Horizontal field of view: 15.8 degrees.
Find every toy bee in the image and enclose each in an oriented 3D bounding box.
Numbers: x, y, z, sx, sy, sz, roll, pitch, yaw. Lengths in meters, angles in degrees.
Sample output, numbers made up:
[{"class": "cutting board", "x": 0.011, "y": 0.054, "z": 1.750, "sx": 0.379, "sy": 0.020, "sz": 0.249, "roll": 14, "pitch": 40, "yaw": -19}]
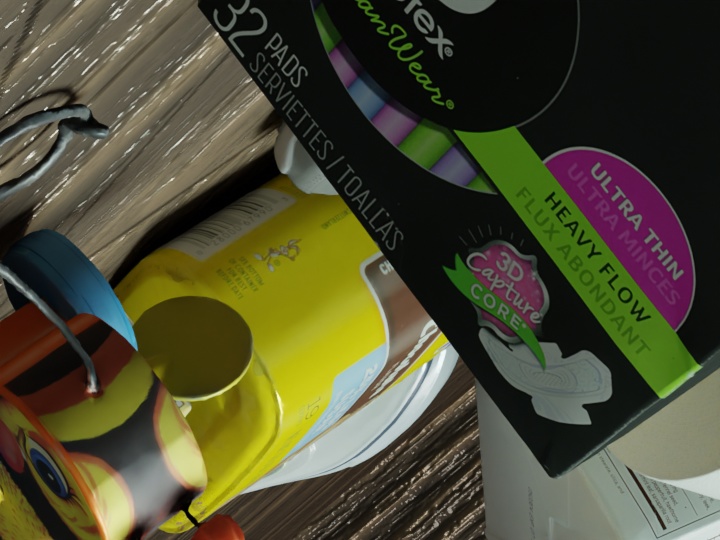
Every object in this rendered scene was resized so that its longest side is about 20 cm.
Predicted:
[{"class": "toy bee", "x": -0.084, "y": 0.049, "z": 0.686, "sx": 0.131, "sy": 0.109, "sz": 0.200, "roll": -37, "pitch": 174, "yaw": -4}]

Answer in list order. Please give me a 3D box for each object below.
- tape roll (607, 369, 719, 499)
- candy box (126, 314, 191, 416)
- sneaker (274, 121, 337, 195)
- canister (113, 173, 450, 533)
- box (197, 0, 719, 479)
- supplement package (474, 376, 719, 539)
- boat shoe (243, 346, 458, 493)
[{"class": "tape roll", "x": 0.144, "y": -0.017, "z": 0.935, "sx": 0.203, "sy": 0.037, "sz": 0.204, "roll": -44, "pitch": -143, "yaw": 47}, {"class": "candy box", "x": -0.156, "y": 0.096, "z": 0.836, "sx": 0.200, "sy": 0.057, "sz": 0.117, "roll": -35, "pitch": 172, "yaw": -29}, {"class": "sneaker", "x": 0.072, "y": -0.029, "z": 0.827, "sx": 0.199, "sy": 0.083, "sz": 0.075, "roll": -1, "pitch": 177, "yaw": -3}, {"class": "canister", "x": 0.000, "y": 0.000, "z": 0.935, "sx": 0.200, "sy": 0.087, "sz": 0.149, "roll": -33, "pitch": 173, "yaw": -34}, {"class": "box", "x": 0.086, "y": -0.077, "z": 0.576, "sx": 0.124, "sy": 0.149, "sz": 0.200, "roll": -31, "pitch": 171, "yaw": -42}, {"class": "supplement package", "x": 0.167, "y": 0.077, "z": 1.098, "sx": 0.199, "sy": 0.147, "sz": 0.192, "roll": -22, "pitch": 145, "yaw": -11}, {"class": "boat shoe", "x": -0.048, "y": 0.061, "z": 1.072, "sx": 0.200, "sy": 0.074, "sz": 0.067, "roll": -32, "pitch": 167, "yaw": 30}]
